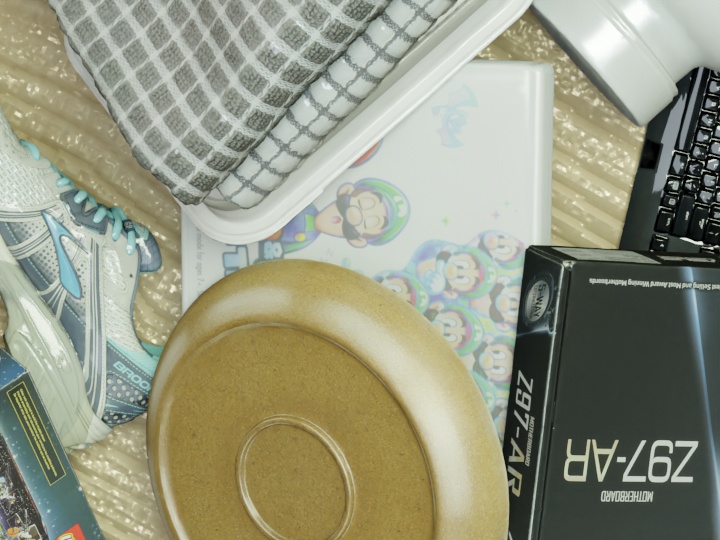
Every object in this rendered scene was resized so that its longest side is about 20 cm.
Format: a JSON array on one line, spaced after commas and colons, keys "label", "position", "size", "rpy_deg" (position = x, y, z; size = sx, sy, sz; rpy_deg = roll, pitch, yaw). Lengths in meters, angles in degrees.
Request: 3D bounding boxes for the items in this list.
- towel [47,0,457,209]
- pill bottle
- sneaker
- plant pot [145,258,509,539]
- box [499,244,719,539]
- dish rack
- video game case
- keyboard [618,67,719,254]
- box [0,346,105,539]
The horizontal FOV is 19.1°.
[{"label": "towel", "position": [-0.058, -0.150, 0.883], "size": [0.166, 0.085, 0.201], "rpy_deg": [-46, 63, 28]}, {"label": "pill bottle", "position": [0.173, -0.161, 0.963], "size": [0.200, 0.112, 0.112], "rpy_deg": [-42, 96, 5]}, {"label": "sneaker", "position": [-0.146, -0.016, 1.045], "size": [0.086, 0.078, 0.201], "rpy_deg": [-21, 106, -5]}, {"label": "plant pot", "position": [-0.025, 0.096, 0.987], "size": [0.199, 0.027, 0.201], "rpy_deg": [10, 109, 31]}, {"label": "box", "position": [0.163, 0.074, 0.975], "size": [0.199, 0.044, 0.161], "rpy_deg": [4, 99, -19]}, {"label": "dish rack", "position": [-0.036, -0.130, 0.974], "size": [0.200, 0.044, 0.172], "rpy_deg": [-40, 62, 2]}, {"label": "video game case", "position": [0.000, 0.000, 0.999], "size": [0.181, 0.024, 0.201], "rpy_deg": [5, 101, 22]}, {"label": "keyboard", "position": [0.186, -0.043, 1.030], "size": [0.103, 0.040, 0.201], "rpy_deg": [12, 102, 1]}, {"label": "box", "position": [-0.187, 0.150, 1.014], "size": [0.136, 0.038, 0.201], "rpy_deg": [-35, 129, -22]}]
